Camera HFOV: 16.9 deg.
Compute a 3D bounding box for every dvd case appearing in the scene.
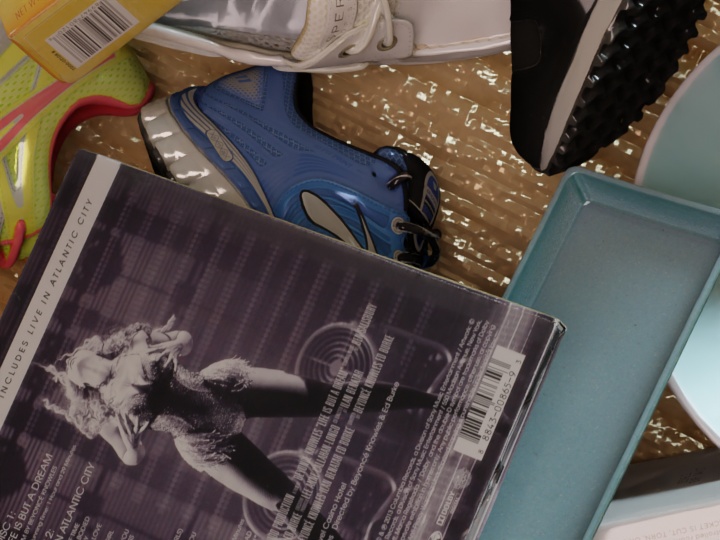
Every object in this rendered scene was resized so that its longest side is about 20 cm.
[{"bbox_3d":[-0.046,0.055,0.824,0.199,0.016,0.149,20,81,26],"label":"dvd case"}]

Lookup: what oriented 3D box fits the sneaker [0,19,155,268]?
[{"bbox_3d":[-0.154,-0.024,0.914,0.090,0.078,0.200,39,86,-8],"label":"sneaker"}]

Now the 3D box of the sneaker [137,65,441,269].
[{"bbox_3d":[0.000,0.000,0.882,0.089,0.079,0.200,-31,72,-7],"label":"sneaker"}]

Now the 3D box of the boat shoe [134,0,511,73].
[{"bbox_3d":[-0.011,-0.101,0.877,0.199,0.069,0.071,-1,111,4],"label":"boat shoe"}]

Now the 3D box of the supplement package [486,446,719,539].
[{"bbox_3d":[0.107,0.177,0.865,0.119,0.121,0.201,-14,92,14],"label":"supplement package"}]

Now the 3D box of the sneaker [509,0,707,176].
[{"bbox_3d":[0.077,-0.132,0.832,0.090,0.070,0.201,35,128,26],"label":"sneaker"}]

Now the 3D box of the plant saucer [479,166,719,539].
[{"bbox_3d":[0.059,0.061,0.813,0.070,0.019,0.201,19,71,29],"label":"plant saucer"}]

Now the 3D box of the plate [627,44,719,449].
[{"bbox_3d":[0.193,-0.006,0.851,0.199,0.026,0.201,-2,73,5],"label":"plate"}]

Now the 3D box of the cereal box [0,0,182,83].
[{"bbox_3d":[-0.085,-0.179,0.860,0.144,0.040,0.200,-36,50,12],"label":"cereal box"}]
